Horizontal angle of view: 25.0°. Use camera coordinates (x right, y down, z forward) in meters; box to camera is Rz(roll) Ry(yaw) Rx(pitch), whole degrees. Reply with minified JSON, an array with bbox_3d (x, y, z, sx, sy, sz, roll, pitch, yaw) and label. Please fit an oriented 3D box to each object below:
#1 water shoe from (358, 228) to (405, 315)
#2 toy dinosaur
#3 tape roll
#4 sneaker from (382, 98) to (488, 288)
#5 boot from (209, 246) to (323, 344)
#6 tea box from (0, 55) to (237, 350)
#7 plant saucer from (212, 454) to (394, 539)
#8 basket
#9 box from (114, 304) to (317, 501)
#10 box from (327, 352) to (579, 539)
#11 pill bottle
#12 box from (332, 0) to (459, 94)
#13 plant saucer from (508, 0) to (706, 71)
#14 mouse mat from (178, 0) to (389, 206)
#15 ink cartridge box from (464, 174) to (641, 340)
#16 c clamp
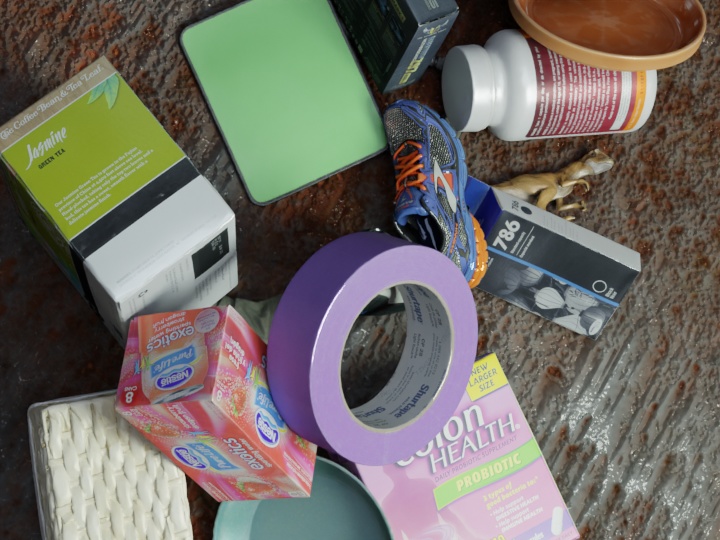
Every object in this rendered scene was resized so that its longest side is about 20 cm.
[{"bbox_3d":[0.000,0.000,1.564,0.071,0.200,0.079,-18,80,19],"label":"water shoe"},{"bbox_3d":[0.168,-0.078,1.676,0.199,0.061,0.107,-8,61,-19],"label":"toy dinosaur"},{"bbox_3d":[0.013,0.070,1.454,0.199,0.065,0.202,-13,111,-38],"label":"tape roll"},{"bbox_3d":[0.065,-0.076,1.603,0.078,0.075,0.201,-10,77,-47],"label":"sneaker"},{"bbox_3d":[-0.108,0.040,1.589,0.130,0.068,0.201,29,76,-1],"label":"boot"},{"bbox_3d":[-0.221,-0.052,1.487,0.133,0.200,0.197,-36,77,-14],"label":"tea box"},{"bbox_3d":[-0.047,0.269,1.539,0.199,0.036,0.202,2,95,26],"label":"plant saucer"},{"bbox_3d":[-0.230,0.209,1.506,0.135,0.123,0.201,-8,84,-14],"label":"basket"},{"bbox_3d":[-0.123,0.123,1.450,0.102,0.200,0.095,-6,56,23],"label":"box"},{"bbox_3d":[0.086,0.209,1.586,0.175,0.097,0.201,-24,88,-16],"label":"box"},{"bbox_3d":[0.190,-0.191,1.650,0.199,0.113,0.114,-6,84,-18],"label":"pill bottle"},{"bbox_3d":[0.014,-0.295,1.593,0.051,0.158,0.201,-24,78,-19],"label":"box"},{"bbox_3d":[0.245,-0.257,1.627,0.199,0.032,0.201,5,40,-4],"label":"plant saucer"},{"bbox_3d":[-0.076,-0.183,1.642,0.160,0.008,0.201,-24,89,-5],"label":"mouse mat"},{"bbox_3d":[0.174,-0.012,1.641,0.199,0.039,0.100,23,123,-7],"label":"ink cartridge box"},{"bbox_3d":[0.024,-0.209,1.668,0.199,0.027,0.172,23,78,-8],"label":"c clamp"}]
